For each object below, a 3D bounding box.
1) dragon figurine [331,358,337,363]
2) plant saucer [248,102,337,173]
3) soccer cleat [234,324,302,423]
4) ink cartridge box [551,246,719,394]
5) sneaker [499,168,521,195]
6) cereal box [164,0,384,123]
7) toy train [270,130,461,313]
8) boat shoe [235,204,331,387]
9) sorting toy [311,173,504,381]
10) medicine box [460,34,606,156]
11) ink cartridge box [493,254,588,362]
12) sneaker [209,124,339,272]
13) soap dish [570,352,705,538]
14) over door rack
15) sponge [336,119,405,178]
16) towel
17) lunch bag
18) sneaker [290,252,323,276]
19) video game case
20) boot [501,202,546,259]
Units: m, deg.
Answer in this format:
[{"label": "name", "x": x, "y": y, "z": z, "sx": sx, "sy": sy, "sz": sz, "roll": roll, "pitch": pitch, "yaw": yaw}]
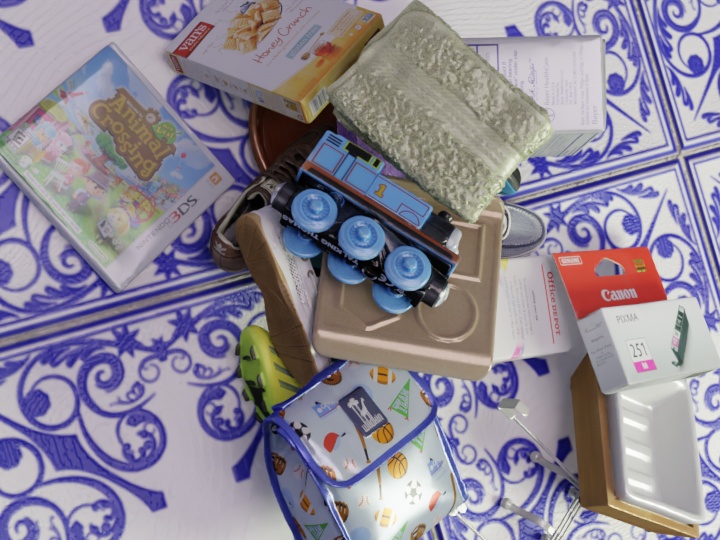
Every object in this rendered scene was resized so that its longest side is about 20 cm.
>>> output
[{"label": "dragon figurine", "x": 0.014, "y": 0.056, "z": 1.490, "sx": 0.059, "sy": 0.099, "sz": 0.201, "roll": 42, "pitch": 55, "yaw": -40}, {"label": "plant saucer", "x": -0.034, "y": -0.155, "z": 1.527, "sx": 0.199, "sy": 0.032, "sz": 0.201, "roll": 5, "pitch": 80, "yaw": -25}, {"label": "soccer cleat", "x": -0.068, "y": 0.144, "z": 1.446, "sx": 0.084, "sy": 0.065, "sz": 0.201, "roll": -28, "pitch": 98, "yaw": -25}, {"label": "ink cartridge box", "x": 0.327, "y": 0.048, "z": 1.580, "sx": 0.199, "sy": 0.043, "sz": 0.174, "roll": -4, "pitch": 71, "yaw": -44}, {"label": "sneaker", "x": 0.136, "y": -0.181, "z": 1.587, "sx": 0.082, "sy": 0.073, "sz": 0.200, "roll": -40, "pitch": 99, "yaw": -24}, {"label": "cereal box", "x": -0.092, "y": -0.243, "z": 1.438, "sx": 0.144, "sy": 0.199, "sz": 0.040, "roll": -51, "pitch": 147, "yaw": -23}, {"label": "toy train", "x": 0.011, "y": -0.045, "z": 1.333, "sx": 0.200, "sy": 0.087, "sz": 0.114, "roll": 31, "pitch": 63, "yaw": 3}, {"label": "boat shoe", "x": -0.061, "y": 0.026, "z": 1.386, "sx": 0.069, "sy": 0.071, "sz": 0.201, "roll": -27, "pitch": 106, "yaw": -35}, {"label": "sorting toy", "x": 0.051, "y": 0.005, "z": 1.385, "sx": 0.184, "sy": 0.036, "sz": 0.201, "roll": 10, "pitch": 70, "yaw": -6}, {"label": "medicine box", "x": 0.150, "y": -0.183, "z": 1.453, "sx": 0.199, "sy": 0.182, "sz": 0.103, "roll": 0, "pitch": 87, "yaw": -1}, {"label": "ink cartridge box", "x": 0.171, "y": 0.046, "z": 1.571, "sx": 0.199, "sy": 0.067, "sz": 0.118, "roll": -4, "pitch": 82, "yaw": -25}, {"label": "sneaker", "x": -0.082, "y": -0.080, "z": 1.428, "sx": 0.070, "sy": 0.076, "sz": 0.200, "roll": 38, "pitch": 79, "yaw": 6}, {"label": "soap dish", "x": 0.320, "y": 0.204, "z": 1.572, "sx": 0.157, "sy": 0.081, "sz": 0.201, "roll": 23, "pitch": 52, "yaw": -32}, {"label": "over door rack", "x": 0.172, "y": 0.255, "z": 1.530, "sx": 0.200, "sy": 0.066, "sz": 0.148, "roll": 50, "pitch": 64, "yaw": -33}, {"label": "sponge", "x": 0.012, "y": -0.146, "z": 1.483, "sx": 0.111, "sy": 0.030, "sz": 0.201, "roll": 11, "pitch": 74, "yaw": -60}, {"label": "towel", "x": 0.078, "y": -0.157, "z": 1.341, "sx": 0.200, "sy": 0.036, "sz": 0.148, "roll": 42, "pitch": 89, "yaw": 2}, {"label": "lunch bag", "x": 0.000, "y": 0.191, "z": 1.368, "sx": 0.170, "sy": 0.124, "sz": 0.201, "roll": -33, "pitch": 111, "yaw": -35}, {"label": "sneaker", "x": 0.000, "y": 0.000, "z": 1.449, "sx": 0.199, "sy": 0.071, "sz": 0.080, "roll": -3, "pitch": 53, "yaw": 11}, {"label": "video game case", "x": -0.259, "y": -0.110, "z": 1.419, "sx": 0.200, "sy": 0.022, "sz": 0.182, "roll": 49, "pitch": 66, "yaw": -11}, {"label": "boot", "x": 0.146, "y": -0.052, "z": 1.562, "sx": 0.199, "sy": 0.090, "sz": 0.073, "roll": 0, "pitch": 82, "yaw": -25}]
